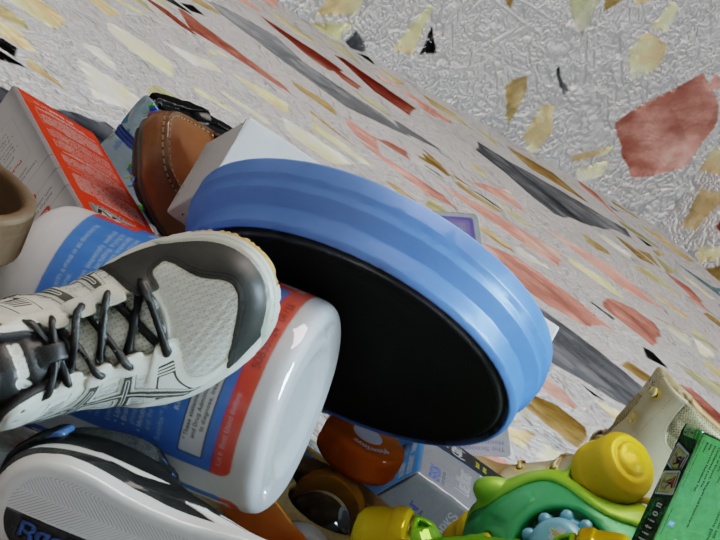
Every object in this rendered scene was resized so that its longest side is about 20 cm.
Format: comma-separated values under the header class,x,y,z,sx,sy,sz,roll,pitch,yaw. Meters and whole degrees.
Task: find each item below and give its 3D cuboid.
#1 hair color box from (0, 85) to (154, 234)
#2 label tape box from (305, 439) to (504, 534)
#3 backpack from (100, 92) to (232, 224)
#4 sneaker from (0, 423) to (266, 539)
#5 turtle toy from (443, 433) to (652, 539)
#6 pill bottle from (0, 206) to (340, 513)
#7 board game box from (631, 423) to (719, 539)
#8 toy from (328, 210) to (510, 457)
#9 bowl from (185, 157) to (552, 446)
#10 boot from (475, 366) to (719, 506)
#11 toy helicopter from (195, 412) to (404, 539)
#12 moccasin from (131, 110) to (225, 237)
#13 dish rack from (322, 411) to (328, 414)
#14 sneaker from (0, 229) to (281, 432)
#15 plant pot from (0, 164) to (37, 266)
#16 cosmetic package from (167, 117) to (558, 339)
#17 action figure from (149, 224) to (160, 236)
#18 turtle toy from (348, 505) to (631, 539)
class,x,y,z,sx,sy,sz,roll,pitch,yaw
hair color box,-0.178,-0.017,1.595,0.061,0.102,0.200,31,11,-27
label tape box,0.046,0.146,1.684,0.200,0.063,0.144,35,9,-2
backpack,-0.091,-0.027,1.888,0.200,0.154,0.163,55,1,-30
sneaker,-0.073,0.129,1.318,0.200,0.073,0.112,32,11,-8
turtle toy,0.124,0.189,1.527,0.200,0.146,0.101,49,42,-7
pill bottle,-0.119,0.034,1.407,0.199,0.113,0.112,21,7,11
board game box,0.166,0.188,1.460,0.105,0.200,0.023,26,-1,-23
toy,0.022,0.049,1.738,0.115,0.200,0.047,3,39,15
bowl,-0.002,0.021,1.446,0.200,0.039,0.201,22,-27,12
boot,0.141,0.120,1.858,0.200,0.156,0.073,36,10,7
toy helicopter,-0.062,0.121,1.474,0.200,0.079,0.132,19,24,-23
moccasin,-0.057,-0.029,1.609,0.201,0.078,0.074,46,43,-43
dish rack,-0.048,0.050,1.639,0.171,0.044,0.200,16,-4,6
sneaker,-0.132,0.040,1.307,0.076,0.199,0.088,70,18,-5
plant pot,-0.257,-0.022,1.315,0.200,0.093,0.201,22,12,-5
cosmetic package,0.000,0.000,1.518,0.200,0.051,0.083,34,-18,-11
action figure,-0.108,-0.012,1.721,0.130,0.070,0.200,8,5,39
turtle toy,0.051,0.183,1.377,0.145,0.101,0.200,6,12,11
